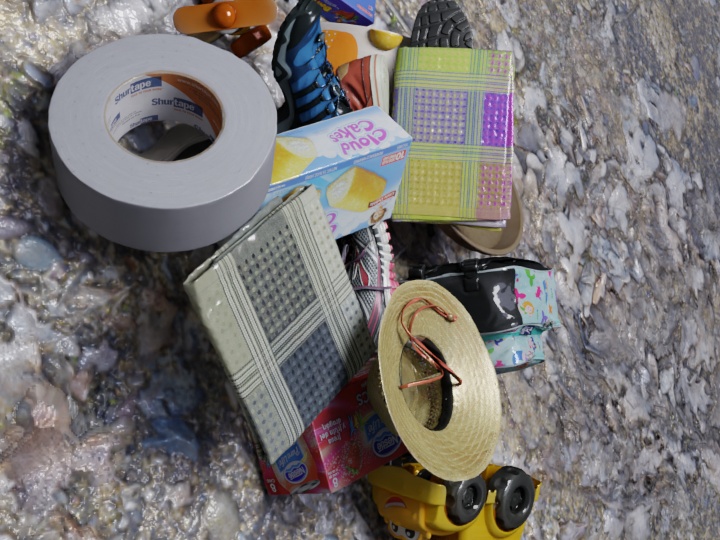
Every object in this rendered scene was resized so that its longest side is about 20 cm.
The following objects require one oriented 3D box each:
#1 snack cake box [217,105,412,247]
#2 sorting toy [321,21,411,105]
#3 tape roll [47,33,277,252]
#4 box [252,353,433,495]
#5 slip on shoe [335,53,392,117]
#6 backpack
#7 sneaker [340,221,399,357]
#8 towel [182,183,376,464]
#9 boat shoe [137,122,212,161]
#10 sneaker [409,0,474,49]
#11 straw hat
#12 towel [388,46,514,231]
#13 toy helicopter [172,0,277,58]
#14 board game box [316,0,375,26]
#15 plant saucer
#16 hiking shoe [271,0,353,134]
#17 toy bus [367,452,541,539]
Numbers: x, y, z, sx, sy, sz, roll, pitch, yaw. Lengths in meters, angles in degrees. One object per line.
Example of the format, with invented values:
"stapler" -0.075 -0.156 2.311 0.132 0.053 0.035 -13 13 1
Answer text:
"snack cake box" -0.051 -0.086 0.982 0.199 0.116 0.067 -23 53 -32
"sorting toy" 0.027 -0.193 1.168 0.199 0.106 0.183 3 98 -47
"tape roll" -0.175 -0.117 0.850 0.198 0.066 0.202 5 57 -8
"box" -0.012 0.162 1.018 0.199 0.099 0.097 -17 92 -48
"slip on shoe" 0.006 -0.150 1.090 0.074 0.060 0.202 -79 165 -54
"backpack" 0.155 0.053 1.172 0.199 0.176 0.153 -12 92 -58
"sneaker" 0.000 0.000 1.092 0.074 0.081 0.202 -13 82 -17
"towel" -0.070 0.044 0.880 0.192 0.034 0.202 -43 122 -44
"boat shoe" -0.174 -0.103 0.938 0.200 0.066 0.058 -41 130 -39
"sneaker" 0.105 -0.217 1.127 0.088 0.075 0.203 -25 103 -84
"straw hat" 0.054 0.118 0.964 0.200 0.085 0.203 24 56 -41
"towel" 0.102 -0.147 1.069 0.142 0.023 0.203 2 92 -2
"toy helicopter" -0.102 -0.279 0.949 0.079 0.199 0.132 58 35 -10
"board game box" -0.059 -0.394 1.139 0.199 0.044 0.136 24 64 -42
"plant saucer" 0.127 -0.105 1.169 0.199 0.029 0.202 28 46 -34
"hiking shoe" -0.044 -0.196 1.008 0.201 0.086 0.075 96 19 -50
"toy bus" 0.097 0.310 1.099 0.199 0.135 0.195 12 88 -43
